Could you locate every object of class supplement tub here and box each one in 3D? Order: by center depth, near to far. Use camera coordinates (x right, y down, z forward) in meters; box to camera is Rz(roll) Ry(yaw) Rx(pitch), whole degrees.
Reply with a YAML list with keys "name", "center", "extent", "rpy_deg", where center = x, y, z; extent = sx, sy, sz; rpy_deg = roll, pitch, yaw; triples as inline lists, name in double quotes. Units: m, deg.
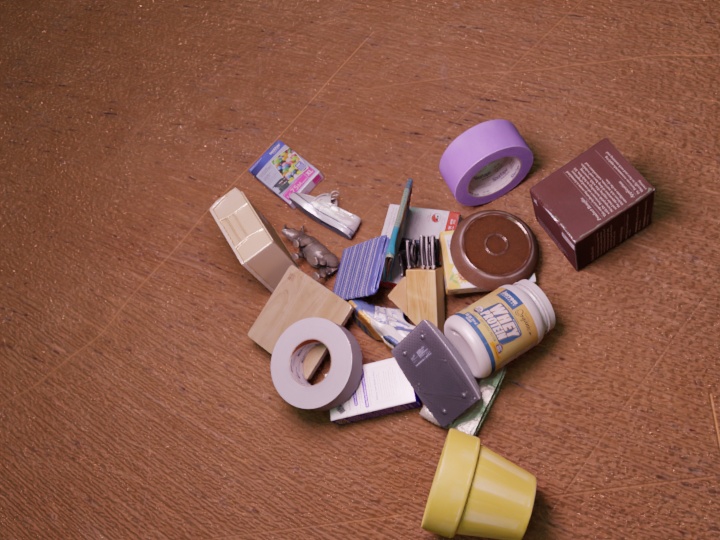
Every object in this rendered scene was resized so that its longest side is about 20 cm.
- name: "supplement tub"
  center: [0.292, 0.119, 1.549]
  extent: [0.199, 0.145, 0.145]
  rpy_deg: [-29, 61, -15]

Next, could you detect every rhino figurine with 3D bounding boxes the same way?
- name: "rhino figurine"
  center: [-0.130, -0.054, 1.829]
  extent: [0.200, 0.087, 0.060]
  rpy_deg: [44, 125, 30]

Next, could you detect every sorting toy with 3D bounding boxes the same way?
- name: "sorting toy"
  center: [-0.132, 0.125, 1.748]
  extent: [0.198, 0.070, 0.200]
  rpy_deg: [33, 90, 27]

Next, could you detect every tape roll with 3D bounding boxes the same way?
- name: "tape roll"
  center: [-0.097, 0.207, 1.635]
  extent: [0.199, 0.066, 0.201]
  rpy_deg: [-6, 74, 21]
- name: "tape roll"
  center: [0.287, -0.244, 1.690]
  extent: [0.199, 0.200, 0.085]
  rpy_deg: [-28, 62, 6]

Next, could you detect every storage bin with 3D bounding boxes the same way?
- name: "storage bin"
  center: [-0.256, -0.074, 1.810]
  extent: [0.094, 0.200, 0.199]
  rpy_deg: [-36, 62, 1]

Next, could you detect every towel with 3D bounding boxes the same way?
- name: "towel"
  center: [0.226, 0.255, 1.601]
  extent: [0.132, 0.034, 0.201]
  rpy_deg: [23, 77, 28]
- name: "towel"
  center: [0.087, -0.088, 1.665]
  extent: [0.022, 0.147, 0.201]
  rpy_deg: [15, 67, 6]
- name: "towel"
  center: [0.000, 0.000, 1.729]
  extent: [0.200, 0.024, 0.145]
  rpy_deg: [-15, 57, 59]

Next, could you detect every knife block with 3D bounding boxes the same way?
- name: "knife block"
  center: [0.155, 0.026, 1.639]
  extent: [0.200, 0.064, 0.176]
  rpy_deg: [46, 112, 12]

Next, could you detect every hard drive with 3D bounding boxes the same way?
- name: "hard drive"
  center: [0.162, 0.213, 1.555]
  extent: [0.135, 0.042, 0.200]
  rpy_deg: [-48, 68, 34]

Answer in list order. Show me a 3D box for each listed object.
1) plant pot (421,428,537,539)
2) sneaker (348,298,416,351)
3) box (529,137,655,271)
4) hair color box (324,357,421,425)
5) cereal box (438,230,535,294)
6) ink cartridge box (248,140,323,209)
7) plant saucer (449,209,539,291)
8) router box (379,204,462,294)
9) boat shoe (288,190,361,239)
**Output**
- name: "plant pot"
  center: [0.236, 0.434, 1.444]
  extent: [0.188, 0.201, 0.202]
  rpy_deg: [17, 74, 10]
- name: "sneaker"
  center: [0.060, 0.118, 1.705]
  extent: [0.200, 0.075, 0.088]
  rpy_deg: [38, 67, 26]
- name: "box"
  center: [0.499, -0.140, 1.593]
  extent: [0.200, 0.164, 0.166]
  rpy_deg: [-33, 63, 4]
- name: "hair color box"
  center: [0.027, 0.268, 1.649]
  extent: [0.199, 0.065, 0.110]
  rpy_deg: [-14, 65, 12]
- name: "cereal box"
  center: [0.283, -0.025, 1.664]
  extent: [0.199, 0.040, 0.145]
  rpy_deg: [-4, 67, -2]
- name: "ink cartridge box"
  center: [-0.206, -0.264, 1.963]
  extent: [0.119, 0.042, 0.200]
  rpy_deg: [-48, 60, -4]
- name: "plant saucer"
  center: [0.299, -0.053, 1.636]
  extent: [0.199, 0.035, 0.201]
  rpy_deg: [0, 66, 1]
- name: "router box"
  center: [0.132, -0.048, 1.749]
  extent: [0.179, 0.049, 0.201]
  rpy_deg: [9, 72, 22]
- name: "boat shoe"
  center: [-0.083, -0.162, 1.857]
  extent: [0.202, 0.075, 0.086]
  rpy_deg: [31, 79, 23]
